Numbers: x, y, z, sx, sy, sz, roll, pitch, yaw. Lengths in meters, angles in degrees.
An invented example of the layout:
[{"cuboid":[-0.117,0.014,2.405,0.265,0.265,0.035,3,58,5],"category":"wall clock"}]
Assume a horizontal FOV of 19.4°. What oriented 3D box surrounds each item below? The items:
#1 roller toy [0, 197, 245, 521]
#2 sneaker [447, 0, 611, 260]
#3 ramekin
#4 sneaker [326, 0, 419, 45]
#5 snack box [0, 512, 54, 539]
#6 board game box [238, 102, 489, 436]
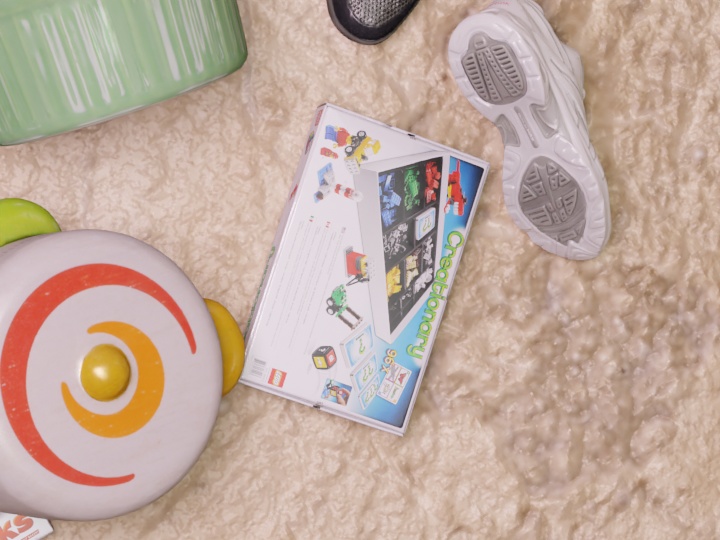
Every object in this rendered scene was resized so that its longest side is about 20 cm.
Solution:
[{"cuboid":[-0.185,0.068,1.339,0.200,0.139,0.183,35,69,-26],"category":"roller toy"},{"cuboid":[0.136,-0.105,1.470,0.099,0.077,0.201,-49,125,-49],"category":"sneaker"},{"cuboid":[-0.168,-0.151,1.343,0.199,0.200,0.098,-20,101,-12],"category":"ramekin"},{"cuboid":[0.040,-0.250,1.431,0.076,0.114,0.200,31,85,-9],"category":"sneaker"},{"cuboid":[-0.306,0.192,1.389,0.199,0.024,0.072,-31,95,-11],"category":"snack box"},{"cuboid":[0.000,0.000,1.456,0.126,0.035,0.201,19,85,-13],"category":"board game box"}]
